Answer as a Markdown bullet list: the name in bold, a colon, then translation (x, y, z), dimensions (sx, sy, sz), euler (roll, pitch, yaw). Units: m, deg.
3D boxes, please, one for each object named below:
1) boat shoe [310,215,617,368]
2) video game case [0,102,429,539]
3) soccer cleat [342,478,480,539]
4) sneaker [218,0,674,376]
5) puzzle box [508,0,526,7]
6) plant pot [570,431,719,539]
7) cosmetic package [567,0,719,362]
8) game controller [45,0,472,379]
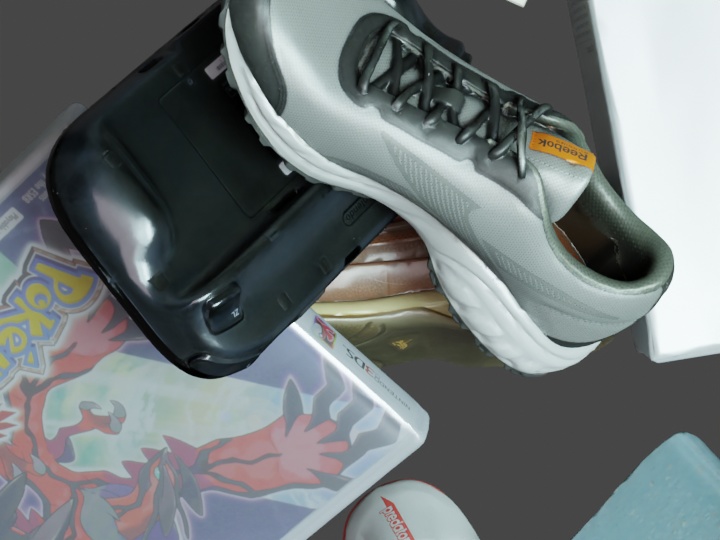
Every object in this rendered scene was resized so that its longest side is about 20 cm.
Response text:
- **boat shoe**: translation (0.000, 0.000, 1.047), dimensions (0.198, 0.072, 0.068), euler (-2, 70, -1)
- **video game case**: translation (-0.105, 0.059, 1.022), dimensions (0.182, 0.023, 0.200), euler (42, 116, -16)
- **soccer cleat**: translation (0.057, 0.173, 1.081), dimensions (0.068, 0.085, 0.201), euler (-31, 106, -1)
- **sneaker**: translation (0.033, -0.048, 0.947), dimensions (0.200, 0.079, 0.074), euler (42, 51, -20)
- **puzzle box**: translation (0.038, -0.210, 0.946), dimensions (0.132, 0.025, 0.201), euler (24, 99, -7)
- **plant pot**: translation (0.154, 0.223, 1.000), dimensions (0.196, 0.200, 0.196), euler (-47, 130, -1)
- **cosmetic package**: translation (0.141, -0.073, 1.015), dimensions (0.112, 0.081, 0.202), euler (-9, 94, 0)
- **game controller**: translation (-0.030, -0.048, 0.980), dimensions (0.104, 0.042, 0.200), euler (46, 48, -2)
